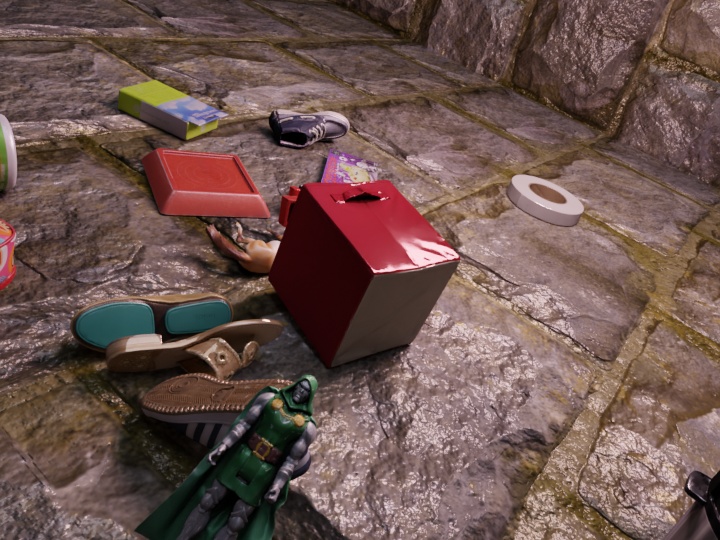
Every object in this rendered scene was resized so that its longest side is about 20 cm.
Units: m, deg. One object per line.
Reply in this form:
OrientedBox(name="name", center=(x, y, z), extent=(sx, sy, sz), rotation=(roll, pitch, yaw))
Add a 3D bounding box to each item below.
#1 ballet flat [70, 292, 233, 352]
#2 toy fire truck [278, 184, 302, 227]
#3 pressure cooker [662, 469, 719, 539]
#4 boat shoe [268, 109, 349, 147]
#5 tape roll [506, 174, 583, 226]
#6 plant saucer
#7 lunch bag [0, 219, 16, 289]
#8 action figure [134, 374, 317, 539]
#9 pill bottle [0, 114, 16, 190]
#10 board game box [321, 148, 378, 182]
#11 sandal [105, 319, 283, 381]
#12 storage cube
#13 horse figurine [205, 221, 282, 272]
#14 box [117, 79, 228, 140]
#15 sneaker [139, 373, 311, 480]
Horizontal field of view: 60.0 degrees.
OrientedBox(name="ballet flat", center=(-0.259, 0.062, 0.778), extent=(0.197, 0.070, 0.063), rotation=(-1, 8, -35))
OrientedBox(name="toy fire truck", center=(-0.067, -0.114, 1.128), extent=(0.197, 0.050, 0.141), rotation=(1, 19, -29))
OrientedBox(name="pressure cooker", center=(0.415, 0.304, 0.632), extent=(0.173, 0.203, 0.180), rotation=(11, 31, -12))
OrientedBox(name="boat shoe", center=(-0.111, -0.321, 1.456), extent=(0.196, 0.075, 0.093), rotation=(-3, 43, -20))
OrientedBox(name="tape roll", center=(0.470, -0.181, 1.594), extent=(0.199, 0.037, 0.204), rotation=(15, 31, -9))
OrientedBox(name="plant saucer", center=(-0.280, -0.165, 1.135), extent=(0.197, 0.037, 0.200), rotation=(-1, 37, -30))
OrientedBox(name="lunch bag", center=(-0.526, -0.019, 0.716), extent=(0.197, 0.083, 0.177), rotation=(23, 31, 4))
OrientedBox(name="action figure", center=(-0.100, 0.179, 0.558), extent=(0.117, 0.202, 0.055), rotation=(33, -13, 3))
OrientedBox(name="pill bottle", center=(-0.601, -0.163, 0.871), extent=(0.198, 0.112, 0.111), rotation=(-11, 42, -40))
OrientedBox(name="board game box", center=(-0.022, -0.201, 1.351), extent=(0.118, 0.033, 0.201), rotation=(12, 31, -4))
OrientedBox(name="sandal", center=(-0.186, 0.113, 0.735), extent=(0.208, 0.078, 0.070), rotation=(-4, 57, -25))
OrientedBox(name="storage cube", center=(0.000, 0.000, 0.885), extent=(0.169, 0.202, 0.180), rotation=(-9, 47, -40))
OrientedBox(name="horse figurine", center=(-0.147, -0.036, 0.995), extent=(0.198, 0.051, 0.132), rotation=(-4, 33, -40))
OrientedBox(name="box", center=(-0.398, -0.341, 1.332), extent=(0.198, 0.048, 0.122), rotation=(26, 32, 10))
OrientedBox(name="sneaker", center=(-0.141, 0.173, 0.661), extent=(0.197, 0.110, 0.070), rotation=(-2, 24, 25))
